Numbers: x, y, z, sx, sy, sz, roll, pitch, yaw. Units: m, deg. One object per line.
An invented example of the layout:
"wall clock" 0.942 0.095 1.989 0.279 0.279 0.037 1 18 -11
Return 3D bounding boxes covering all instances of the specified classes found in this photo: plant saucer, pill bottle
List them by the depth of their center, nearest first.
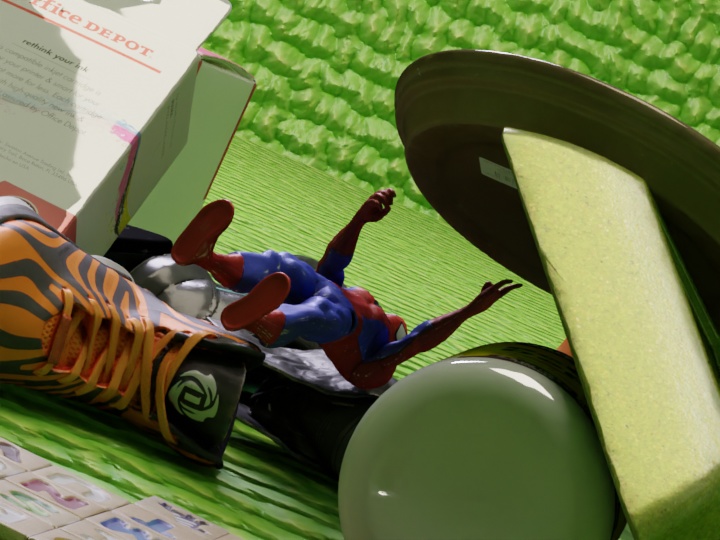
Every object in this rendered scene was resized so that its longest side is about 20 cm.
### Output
"plant saucer" 0.129 0.059 1.214 0.200 0.048 0.201 56 14 -54
"pill bottle" 0.058 0.086 1.229 0.109 0.110 0.200 25 5 7
"plant saucer" 0.099 -0.027 1.291 0.199 0.030 0.200 26 -19 10

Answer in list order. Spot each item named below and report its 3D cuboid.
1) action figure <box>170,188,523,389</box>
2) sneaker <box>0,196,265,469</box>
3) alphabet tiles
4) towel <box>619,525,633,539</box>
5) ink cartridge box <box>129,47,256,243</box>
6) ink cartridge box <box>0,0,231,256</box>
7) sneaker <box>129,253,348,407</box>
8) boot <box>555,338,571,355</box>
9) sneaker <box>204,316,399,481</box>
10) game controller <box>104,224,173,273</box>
"action figure" 0.000 0.000 1.323 0.065 0.099 0.200 54 7 20
"sneaker" -0.104 0.029 1.253 0.112 0.078 0.200 25 5 24
"alphabet tiles" -0.066 0.103 1.062 0.199 0.008 0.167 26 5 9
"towel" 0.201 0.167 1.470 0.199 0.031 0.149 25 -9 43
"ink cartridge box" -0.183 -0.092 1.741 0.199 0.147 0.083 26 5 24
"ink cartridge box" -0.154 -0.067 1.401 0.116 0.200 0.068 25 -39 11
"sneaker" -0.050 0.041 1.508 0.079 0.076 0.200 37 19 26
"boot" 0.199 0.097 1.822 0.199 0.108 0.075 25 3 -11
"sneaker" 0.015 0.075 1.430 0.199 0.060 0.104 14 16 -48
"game controller" -0.193 -0.032 1.486 0.199 0.042 0.104 16 14 23
